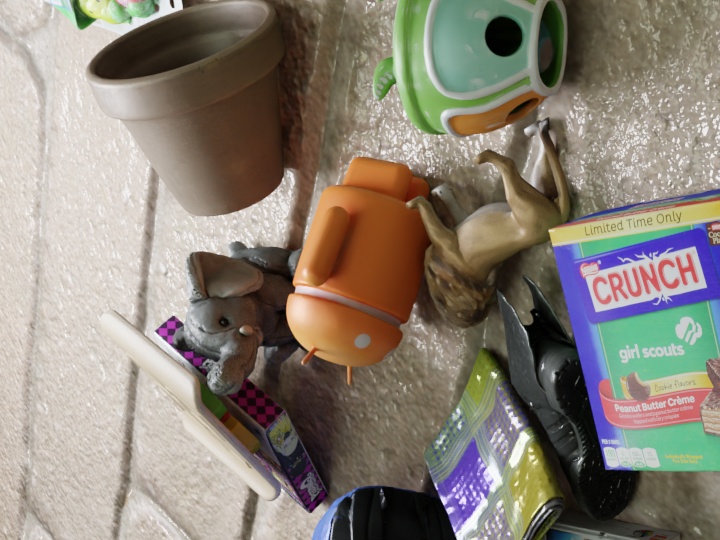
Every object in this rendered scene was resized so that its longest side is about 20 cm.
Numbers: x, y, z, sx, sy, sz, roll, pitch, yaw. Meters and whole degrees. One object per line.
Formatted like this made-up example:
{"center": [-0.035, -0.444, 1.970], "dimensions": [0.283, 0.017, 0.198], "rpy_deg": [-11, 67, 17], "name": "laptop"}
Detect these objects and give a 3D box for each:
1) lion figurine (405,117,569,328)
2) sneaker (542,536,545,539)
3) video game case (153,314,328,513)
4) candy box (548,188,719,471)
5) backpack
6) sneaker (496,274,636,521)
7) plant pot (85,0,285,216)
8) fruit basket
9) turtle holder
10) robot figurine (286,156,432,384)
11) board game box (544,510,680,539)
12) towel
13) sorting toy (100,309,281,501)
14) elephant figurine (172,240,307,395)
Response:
{"center": [0.118, -0.035, 1.097], "dimensions": [0.199, 0.072, 0.123], "rpy_deg": [-35, 84, 44], "name": "lion figurine"}
{"center": [0.130, 0.299, 1.208], "dimensions": [0.088, 0.074, 0.203], "rpy_deg": [-164, 69, -71], "name": "sneaker"}
{"center": [-0.131, 0.159, 1.404], "dimensions": [0.199, 0.036, 0.182], "rpy_deg": [35, 158, 36], "name": "video game case"}
{"center": [0.249, 0.046, 0.973], "dimensions": [0.168, 0.076, 0.203], "rpy_deg": [-10, 95, 50], "name": "candy box"}
{"center": [0.013, 0.317, 1.235], "dimensions": [0.168, 0.161, 0.202], "rpy_deg": [132, 147, -60], "name": "backpack"}
{"center": [0.173, 0.110, 1.093], "dimensions": [0.104, 0.060, 0.202], "rpy_deg": [43, 156, 62], "name": "sneaker"}
{"center": [-0.155, -0.155, 1.290], "dimensions": [0.199, 0.200, 0.176], "rpy_deg": [14, 131, 45], "name": "plant pot"}
{"center": [-0.273, -0.324, 1.396], "dimensions": [0.199, 0.094, 0.187], "rpy_deg": [31, 146, 30], "name": "fruit basket"}
{"center": [0.099, -0.200, 1.032], "dimensions": [0.130, 0.141, 0.187], "rpy_deg": [6, 68, 31], "name": "turtle holder"}
{"center": [0.001, 0.001, 1.175], "dimensions": [0.144, 0.115, 0.202], "rpy_deg": [147, 142, -79], "name": "robot figurine"}
{"center": [0.229, 0.319, 1.121], "dimensions": [0.125, 0.034, 0.203], "rpy_deg": [3, 105, 47], "name": "board game box"}
{"center": [0.114, 0.183, 1.140], "dimensions": [0.144, 0.023, 0.201], "rpy_deg": [-62, 29, 31], "name": "towel"}
{"center": [-0.169, 0.134, 1.311], "dimensions": [0.184, 0.036, 0.201], "rpy_deg": [31, 159, 43], "name": "sorting toy"}
{"center": [-0.132, 0.043, 1.297], "dimensions": [0.154, 0.199, 0.143], "rpy_deg": [-13, 92, 43], "name": "elephant figurine"}
